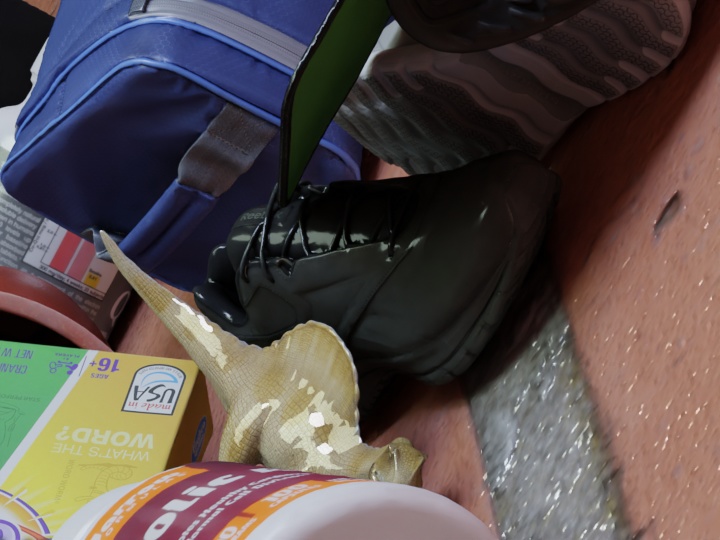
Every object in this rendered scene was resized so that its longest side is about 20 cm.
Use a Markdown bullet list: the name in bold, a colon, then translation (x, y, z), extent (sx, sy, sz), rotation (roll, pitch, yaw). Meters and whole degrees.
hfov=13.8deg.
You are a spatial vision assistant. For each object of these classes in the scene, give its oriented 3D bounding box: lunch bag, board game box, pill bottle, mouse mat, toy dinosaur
- **lunch bag**: translation (-0.079, -0.075, 1.380), extent (0.200, 0.135, 0.133), rotation (-38, 29, 54)
- **board game box**: translation (-0.153, 0.109, 1.140), extent (0.200, 0.152, 0.040), rotation (-74, -16, -47)
- **pill bottle**: translation (-0.033, 0.120, 0.969), extent (0.200, 0.114, 0.115), rotation (-2, 61, 65)
- **mouse mat**: translation (0.018, -0.123, 1.050), extent (0.201, 0.008, 0.161), rotation (-63, -4, -12)
- **toy dinosaur**: translation (-0.031, 0.062, 1.114), extent (0.200, 0.058, 0.102), rotation (35, 117, 44)
- **pill bottle**: translation (-0.171, -0.016, 1.595), extent (0.201, 0.116, 0.116), rotation (-62, 17, 1)

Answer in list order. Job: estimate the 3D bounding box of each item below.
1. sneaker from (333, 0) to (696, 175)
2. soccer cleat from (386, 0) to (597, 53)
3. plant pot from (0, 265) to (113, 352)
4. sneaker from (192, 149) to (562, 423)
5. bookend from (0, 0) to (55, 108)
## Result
- **sneaker**: translation (0.063, -0.092, 1.130), extent (0.200, 0.075, 0.082), rotation (-21, 36, 49)
- **soccer cleat**: translation (0.082, -0.146, 1.039), extent (0.200, 0.068, 0.073), rotation (-45, 10, -13)
- **plant pot**: translation (-0.183, 0.086, 1.375), extent (0.201, 0.200, 0.195), rotation (-60, 10, 8)
- **sneaker**: translation (0.000, 0.000, 1.115), extent (0.200, 0.091, 0.076), rotation (-36, 22, 52)
- **bookend**: translation (-0.307, -0.072, 2.111), extent (0.200, 0.092, 0.199), rotation (-43, 26, 49)
